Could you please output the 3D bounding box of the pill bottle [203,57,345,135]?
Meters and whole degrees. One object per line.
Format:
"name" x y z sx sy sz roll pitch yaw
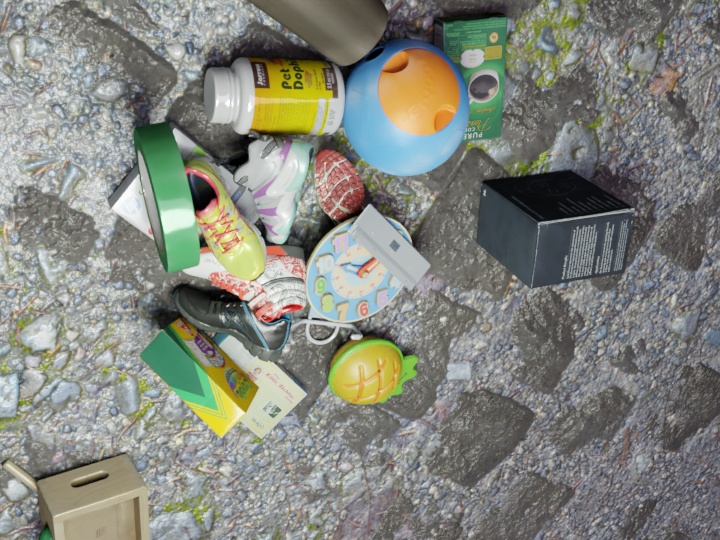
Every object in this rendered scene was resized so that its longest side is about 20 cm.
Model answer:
"pill bottle" -0.129 -0.258 1.372 0.196 0.109 0.112 -3 115 -23

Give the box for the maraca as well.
"maraca" 0.024 0.182 1.649 0.198 0.108 0.138 21 117 -45

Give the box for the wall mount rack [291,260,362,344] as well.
"wall mount rack" -0.065 0.045 1.561 0.170 0.075 0.204 6 110 -25

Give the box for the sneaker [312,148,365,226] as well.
"sneaker" -0.033 -0.113 1.494 0.077 0.082 0.202 -31 131 -8

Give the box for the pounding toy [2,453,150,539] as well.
"pounding toy" -0.466 0.399 1.527 0.196 0.142 0.188 -12 119 -30

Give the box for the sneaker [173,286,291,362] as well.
"sneaker" -0.203 0.066 1.482 0.197 0.074 0.083 26 114 -7

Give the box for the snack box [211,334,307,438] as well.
"snack box" -0.195 0.190 1.592 0.116 0.037 0.200 -42 123 0

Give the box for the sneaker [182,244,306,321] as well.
"sneaker" -0.178 0.022 1.419 0.197 0.067 0.111 -2 73 -15

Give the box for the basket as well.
"basket" -0.060 -0.403 1.324 0.199 0.134 0.183 37 68 -38

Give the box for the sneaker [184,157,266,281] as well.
"sneaker" -0.208 -0.070 1.341 0.077 0.090 0.202 -33 91 6

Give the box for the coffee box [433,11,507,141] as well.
"coffee box" 0.177 -0.315 1.522 0.120 0.044 0.204 -11 117 -19

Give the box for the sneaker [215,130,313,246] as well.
"sneaker" -0.156 -0.131 1.400 0.137 0.079 0.202 17 131 -4

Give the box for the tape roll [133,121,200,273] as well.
"tape roll" -0.269 -0.100 1.280 0.047 0.201 0.205 -14 118 -17

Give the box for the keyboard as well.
"keyboard" 0.050 -0.034 1.488 0.057 0.011 0.200 -54 136 -6

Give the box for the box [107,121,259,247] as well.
"box" -0.262 -0.104 1.425 0.199 0.041 0.157 39 93 -32

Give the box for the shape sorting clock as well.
"shape sorting clock" 0.000 0.000 1.503 0.196 0.039 0.204 -14 123 -22

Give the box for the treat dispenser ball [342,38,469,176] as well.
"treat dispenser ball" 0.068 -0.248 1.411 0.196 0.201 0.205 -10 117 -19

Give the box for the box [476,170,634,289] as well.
"box" 0.334 -0.076 1.610 0.192 0.200 0.127 -7 117 -20

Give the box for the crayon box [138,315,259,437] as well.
"crayon box" -0.242 0.157 1.425 0.172 0.200 0.058 44 93 -3
